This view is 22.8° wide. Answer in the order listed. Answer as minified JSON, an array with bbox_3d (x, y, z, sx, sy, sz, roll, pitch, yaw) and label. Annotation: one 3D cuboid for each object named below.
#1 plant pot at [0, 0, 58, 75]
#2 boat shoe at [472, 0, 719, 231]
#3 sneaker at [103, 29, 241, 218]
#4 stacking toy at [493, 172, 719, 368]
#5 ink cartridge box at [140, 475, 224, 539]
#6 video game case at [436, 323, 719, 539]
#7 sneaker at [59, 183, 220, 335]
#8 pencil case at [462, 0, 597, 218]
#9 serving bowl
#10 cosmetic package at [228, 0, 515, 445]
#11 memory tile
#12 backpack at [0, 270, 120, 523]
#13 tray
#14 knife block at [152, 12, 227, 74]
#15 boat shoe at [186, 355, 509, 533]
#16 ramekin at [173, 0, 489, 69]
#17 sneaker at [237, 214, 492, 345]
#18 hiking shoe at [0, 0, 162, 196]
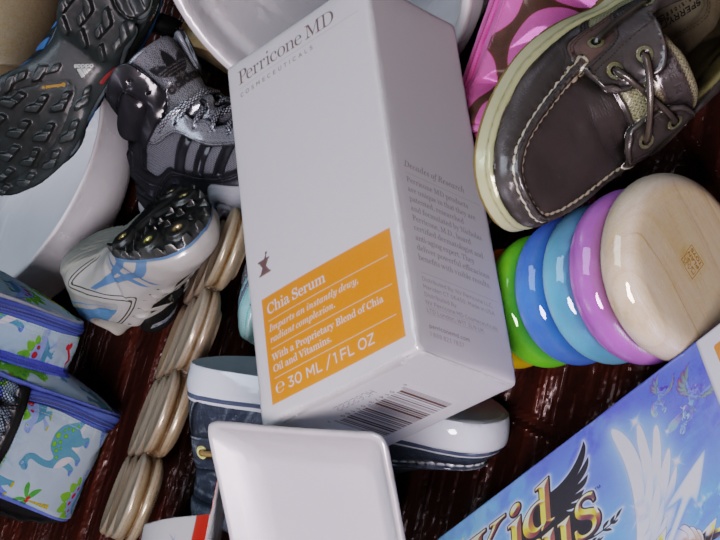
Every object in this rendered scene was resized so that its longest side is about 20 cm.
[{"bbox_3d":[-0.310,-0.213,1.419,0.187,0.187,0.201,-35,57,30],"label":"plant pot"},{"bbox_3d":[0.126,-0.091,0.829,0.065,0.073,0.200,2,41,47],"label":"boat shoe"},{"bbox_3d":[-0.090,-0.093,1.094,0.200,0.114,0.075,-13,18,49],"label":"sneaker"},{"bbox_3d":[0.083,0.013,0.860,0.200,0.085,0.086,-14,56,50],"label":"stacking toy"},{"bbox_3d":[-0.107,0.200,0.896,0.200,0.047,0.161,103,179,-66],"label":"ink cartridge box"},{"bbox_3d":[0.125,0.142,0.747,0.200,0.045,0.182,-41,39,25],"label":"video game case"},{"bbox_3d":[-0.125,-0.001,1.089,0.072,0.073,0.200,-42,11,-24],"label":"sneaker"},{"bbox_3d":[0.104,-0.131,0.915,0.091,0.093,0.201,-25,44,67],"label":"pencil case"},{"bbox_3d":[-0.228,-0.049,1.278,0.200,0.066,0.201,-27,46,32],"label":"serving bowl"},{"bbox_3d":[0.001,-0.025,0.854,0.101,0.071,0.201,-30,55,34],"label":"cosmetic package"},{"bbox_3d":[-0.109,0.064,1.053,0.153,0.017,0.201,149,141,-75],"label":"memory tile"},{"bbox_3d":[-0.253,0.069,1.121,0.183,0.200,0.148,21,83,50],"label":"backpack"},{"bbox_3d":[-0.008,0.163,0.818,0.107,0.022,0.201,0,106,39],"label":"tray"},{"bbox_3d":[-0.075,-0.150,1.169,0.175,0.064,0.201,-34,44,33],"label":"knife block"},{"bbox_3d":[-0.009,0.100,0.928,0.199,0.071,0.091,7,99,39],"label":"boat shoe"},{"bbox_3d":[-0.007,-0.196,0.988,0.200,0.201,0.105,-25,14,39],"label":"ramekin"},{"bbox_3d":[0.000,0.000,0.963,0.200,0.077,0.087,-23,42,55],"label":"sneaker"},{"bbox_3d":[-0.191,-0.129,1.200,0.200,0.074,0.087,-47,-1,22],"label":"hiking shoe"}]
